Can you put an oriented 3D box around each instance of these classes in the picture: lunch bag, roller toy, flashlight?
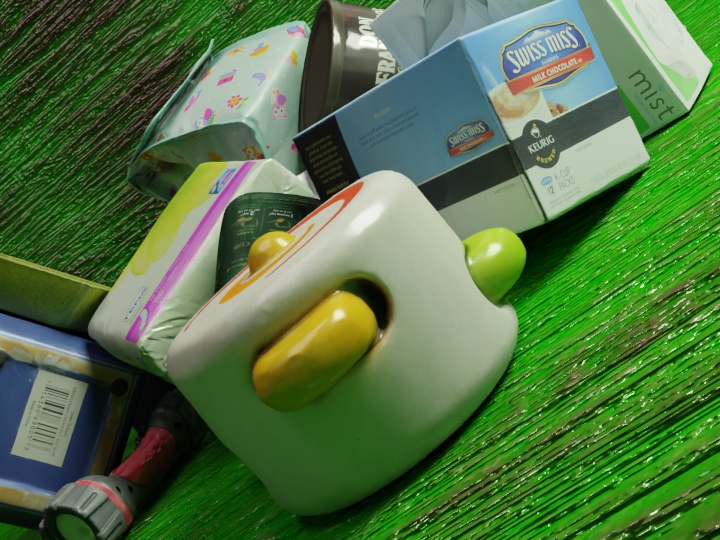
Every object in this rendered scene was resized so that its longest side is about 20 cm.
[{"bbox_3d":[-0.139,-0.156,1.211,0.199,0.122,0.171,-6,43,35],"label":"lunch bag"},{"bbox_3d":[-0.016,0.037,0.675,0.182,0.140,0.200,-31,12,47],"label":"roller toy"},{"bbox_3d":[-0.196,0.170,1.010,0.068,0.068,0.200,-35,10,34],"label":"flashlight"}]

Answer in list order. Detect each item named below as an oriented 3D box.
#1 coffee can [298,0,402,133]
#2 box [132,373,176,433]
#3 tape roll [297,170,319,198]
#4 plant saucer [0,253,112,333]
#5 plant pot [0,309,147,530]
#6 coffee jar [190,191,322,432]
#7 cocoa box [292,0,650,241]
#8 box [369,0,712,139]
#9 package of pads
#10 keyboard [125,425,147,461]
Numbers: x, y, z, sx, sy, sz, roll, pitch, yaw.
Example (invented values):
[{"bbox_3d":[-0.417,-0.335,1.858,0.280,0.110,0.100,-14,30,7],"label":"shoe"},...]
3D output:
[{"bbox_3d":[0.052,-0.168,1.104,0.146,0.199,0.147,-174,90,-76],"label":"coffee can"},{"bbox_3d":[-0.231,0.115,1.422,0.141,0.079,0.200,-43,9,-4],"label":"box"},{"bbox_3d":[-0.053,-0.024,1.177,0.202,0.071,0.203,-39,-13,-10],"label":"tape roll"},{"bbox_3d":[-0.315,0.020,1.131,0.200,0.199,0.048,32,-105,-76],"label":"plant saucer"},{"bbox_3d":[-0.315,0.139,1.086,0.180,0.199,0.201,-5,67,63],"label":"plant pot"},{"bbox_3d":[-0.064,0.033,0.852,0.200,0.104,0.086,-85,2,-49],"label":"coffee jar"},{"bbox_3d":[0.074,-0.087,0.833,0.133,0.132,0.200,-27,3,-39],"label":"cocoa box"},{"bbox_3d":[0.143,-0.179,0.918,0.176,0.200,0.097,-31,12,40],"label":"box"},{"bbox_3d":[-0.144,-0.004,1.009,0.200,0.068,0.154,-57,26,-14],"label":"package of pads"},{"bbox_3d":[-0.199,0.162,1.227,0.127,0.021,0.200,-39,8,2],"label":"keyboard"}]
